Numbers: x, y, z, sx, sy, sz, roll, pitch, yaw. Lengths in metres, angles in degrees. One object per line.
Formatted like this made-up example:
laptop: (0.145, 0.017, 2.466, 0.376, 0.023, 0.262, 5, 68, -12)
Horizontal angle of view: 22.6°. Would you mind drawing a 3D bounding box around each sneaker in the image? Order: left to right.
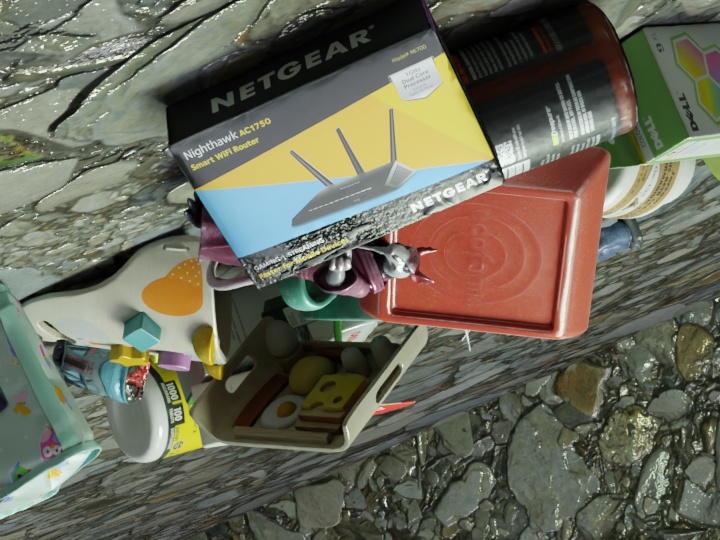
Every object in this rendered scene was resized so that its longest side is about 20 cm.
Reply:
sneaker: (-0.258, 0.082, 1.803, 0.094, 0.080, 0.200, 14, 178, -3)

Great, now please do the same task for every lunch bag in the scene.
lunch bag: (-0.311, 0.116, 1.553, 0.121, 0.172, 0.200, -23, 171, -30)

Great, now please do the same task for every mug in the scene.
mug: (0.016, -0.013, 1.627, 0.150, 0.116, 0.185, 1, 179, 10)

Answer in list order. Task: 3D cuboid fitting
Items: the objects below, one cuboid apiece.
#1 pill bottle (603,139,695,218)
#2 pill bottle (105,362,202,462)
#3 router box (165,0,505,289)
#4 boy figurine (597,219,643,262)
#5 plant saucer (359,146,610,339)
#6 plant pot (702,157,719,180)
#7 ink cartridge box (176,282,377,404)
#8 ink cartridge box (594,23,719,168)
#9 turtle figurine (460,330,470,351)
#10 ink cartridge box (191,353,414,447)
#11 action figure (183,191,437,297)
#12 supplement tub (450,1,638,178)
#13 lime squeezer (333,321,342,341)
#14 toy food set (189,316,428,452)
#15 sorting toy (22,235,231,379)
pill bottle: (0.237, -0.106, 1.671, 0.114, 0.115, 0.199, -27, 168, 27)
pill bottle: (-0.184, 0.146, 2.078, 0.199, 0.113, 0.112, -13, 166, -38)
router box: (-0.017, -0.087, 1.260, 0.198, 0.051, 0.150, -24, 130, 9)
boy figurine: (0.253, -0.016, 2.253, 0.198, 0.065, 0.124, -21, 169, 3)
plant saucer: (0.096, -0.020, 1.475, 0.198, 0.037, 0.201, 5, 131, 4)
plant pot: (0.414, -0.154, 1.669, 0.199, 0.202, 0.189, -12, 179, -40)
ink cartridge box: (-0.097, 0.065, 1.931, 0.198, 0.084, 0.147, -16, 167, -18)
ink cartridge box: (0.269, -0.151, 1.544, 0.199, 0.105, 0.059, -9, 164, -45)
turtle figurine: (0.096, -0.011, 1.753, 0.150, 0.100, 0.202, -41, 154, -61)
ink cartridge box: (-0.058, 0.127, 1.833, 0.198, 0.068, 0.116, -16, 171, 30)
action figure: (-0.038, -0.012, 1.412, 0.150, 0.198, 0.135, 97, 13, -44)
supplement tub: (0.103, -0.123, 1.367, 0.198, 0.108, 0.107, -20, 169, -2)
lime squeezer: (0.000, 0.000, 1.779, 0.201, 0.070, 0.038, -62, -174, -10)
toy food set: (-0.049, 0.095, 1.676, 0.199, 0.061, 0.144, -1, -142, 41)
sorting toy: (-0.215, 0.043, 1.653, 0.178, 0.108, 0.200, -2, 169, 1)
